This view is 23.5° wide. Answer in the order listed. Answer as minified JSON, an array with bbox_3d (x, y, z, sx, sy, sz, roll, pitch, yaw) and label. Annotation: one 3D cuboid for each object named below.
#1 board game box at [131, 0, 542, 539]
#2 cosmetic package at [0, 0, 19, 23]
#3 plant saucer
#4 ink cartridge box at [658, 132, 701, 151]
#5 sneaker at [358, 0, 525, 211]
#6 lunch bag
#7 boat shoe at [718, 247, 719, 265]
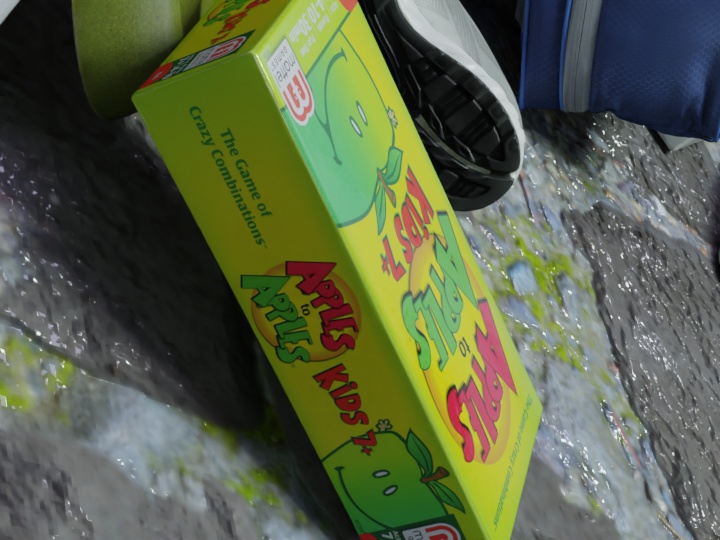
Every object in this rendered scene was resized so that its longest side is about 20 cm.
[{"bbox_3d":[0.000,0.000,0.609,0.200,0.047,0.102,64,24,-21],"label":"board game box"},{"bbox_3d":[-0.159,-0.103,0.519,0.113,0.081,0.200,45,29,-16],"label":"cosmetic package"},{"bbox_3d":[-0.062,-0.150,0.615,0.031,0.201,0.200,9,36,3],"label":"plant saucer"},{"bbox_3d":[0.200,-0.187,1.128,0.200,0.084,0.145,57,29,7],"label":"ink cartridge box"},{"bbox_3d":[0.008,-0.119,0.802,0.200,0.074,0.079,57,19,-5],"label":"sneaker"},{"bbox_3d":[0.152,-0.170,0.962,0.132,0.136,0.200,11,30,10],"label":"lunch bag"},{"bbox_3d":[0.269,-0.036,1.093,0.069,0.057,0.200,46,30,-12],"label":"boat shoe"}]
